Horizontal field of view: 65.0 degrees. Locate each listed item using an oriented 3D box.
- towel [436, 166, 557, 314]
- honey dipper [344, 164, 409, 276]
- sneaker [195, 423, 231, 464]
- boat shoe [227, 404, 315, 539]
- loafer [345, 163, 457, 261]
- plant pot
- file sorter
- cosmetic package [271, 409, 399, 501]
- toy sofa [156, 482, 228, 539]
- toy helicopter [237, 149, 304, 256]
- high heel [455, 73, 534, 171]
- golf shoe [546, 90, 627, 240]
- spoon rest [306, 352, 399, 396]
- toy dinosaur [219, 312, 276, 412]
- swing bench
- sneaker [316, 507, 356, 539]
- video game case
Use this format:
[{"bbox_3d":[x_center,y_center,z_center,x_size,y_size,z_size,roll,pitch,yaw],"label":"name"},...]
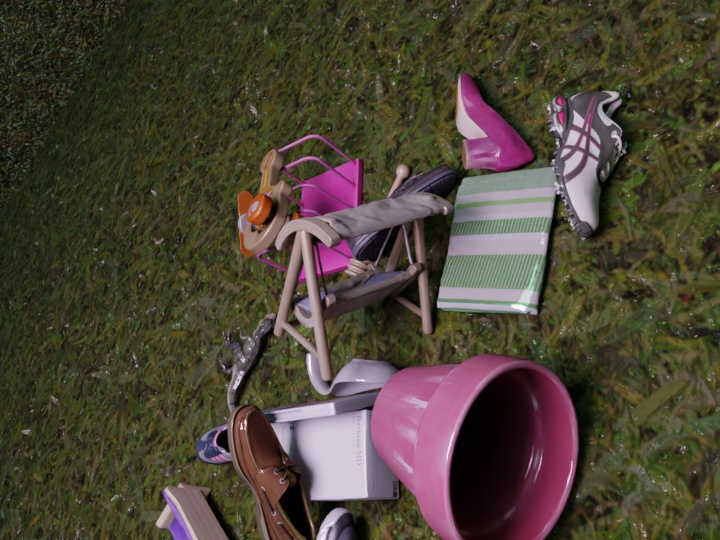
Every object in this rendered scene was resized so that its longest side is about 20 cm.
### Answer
[{"bbox_3d":[0.186,-0.040,0.772,0.151,0.023,0.203,0,70,40],"label":"towel"},{"bbox_3d":[0.031,-0.081,0.916,0.038,0.038,0.202,17,81,43],"label":"honey dipper"},{"bbox_3d":[-0.225,0.282,0.943,0.198,0.082,0.071,-20,59,33],"label":"sneaker"},{"bbox_3d":[-0.107,0.264,0.728,0.067,0.072,0.203,-11,102,34],"label":"boat shoe"},{"bbox_3d":[0.054,-0.100,0.860,0.199,0.072,0.063,-40,62,8],"label":"loafer"},{"bbox_3d":[0.110,0.186,0.634,0.178,0.198,0.203,5,74,57],"label":"plant pot"},{"bbox_3d":[-0.089,-0.107,0.967,0.138,0.125,0.203,-16,62,35],"label":"file sorter"},{"bbox_3d":[-0.046,0.265,0.795,0.198,0.081,0.114,-20,61,34],"label":"cosmetic package"},{"bbox_3d":[-0.257,0.436,0.893,0.199,0.097,0.083,34,94,43],"label":"toy sofa"},{"bbox_3d":[-0.152,-0.110,0.903,0.132,0.078,0.202,-35,41,37],"label":"toy helicopter"},{"bbox_3d":[0.193,-0.226,0.836,0.094,0.068,0.202,-2,49,4],"label":"high heel"},{"bbox_3d":[0.283,-0.138,0.696,0.087,0.077,0.203,-10,65,29],"label":"golf shoe"},{"bbox_3d":[-0.014,0.157,0.820,0.199,0.098,0.062,-5,76,55],"label":"spoon rest"},{"bbox_3d":[-0.218,0.160,1.019,0.087,0.047,0.202,20,88,37],"label":"toy dinosaur"},{"bbox_3d":[0.000,0.000,0.742,0.129,0.197,0.203,32,127,43],"label":"swing bench"},{"bbox_3d":[-0.001,0.409,0.702,0.113,0.075,0.203,-7,72,38],"label":"sneaker"},{"bbox_3d":[-0.069,0.197,0.804,0.198,0.142,0.018,-17,77,35],"label":"video game case"}]
